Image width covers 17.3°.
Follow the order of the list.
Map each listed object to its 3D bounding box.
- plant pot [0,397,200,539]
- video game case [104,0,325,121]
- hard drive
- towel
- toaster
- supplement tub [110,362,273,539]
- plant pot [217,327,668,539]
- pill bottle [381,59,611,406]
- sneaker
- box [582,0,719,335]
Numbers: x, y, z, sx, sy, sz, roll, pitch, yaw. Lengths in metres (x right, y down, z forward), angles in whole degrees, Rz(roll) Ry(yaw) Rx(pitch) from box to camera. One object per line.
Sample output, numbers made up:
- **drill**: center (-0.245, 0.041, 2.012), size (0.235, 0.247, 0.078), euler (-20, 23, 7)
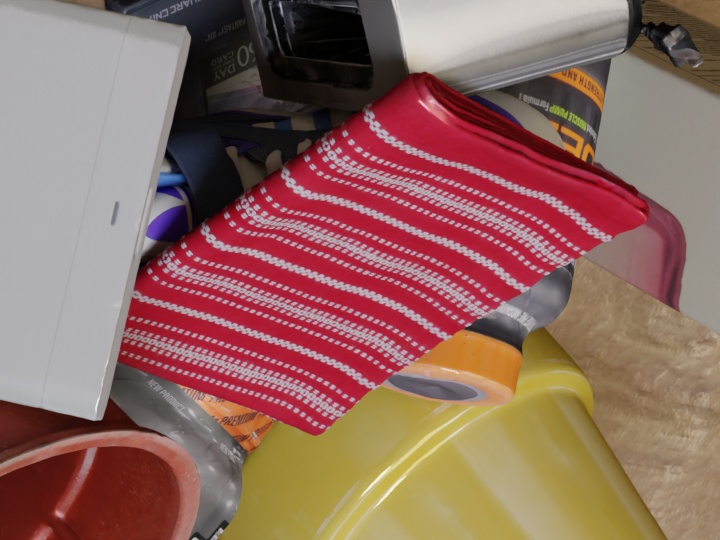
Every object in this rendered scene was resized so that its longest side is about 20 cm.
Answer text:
- **plant pot**: center (-0.196, 0.062, 0.872), size (0.201, 0.195, 0.201), euler (-33, 154, -18)
- **video game case**: center (-0.043, -0.064, 1.105), size (0.143, 0.019, 0.200), euler (-29, 131, -29)
- **hard drive**: center (-0.168, -0.037, 0.778), size (0.026, 0.200, 0.132), euler (89, 14, -86)
- **towel**: center (0.000, 0.000, 0.943), size (0.200, 0.022, 0.145), euler (-34, 141, 30)
- **toaster**: center (0.020, -0.159, 0.941), size (0.119, 0.200, 0.181), euler (-20, 106, -23)
- **supplement tub**: center (-0.137, 0.113, 1.045), size (0.200, 0.123, 0.123), euler (-51, 139, -8)
- **plant pot**: center (0.063, 0.142, 1.171), size (0.201, 0.189, 0.201), euler (-34, 153, -20)
- **pill bottle**: center (0.053, -0.041, 1.093), size (0.106, 0.106, 0.200), euler (27, 70, -49)
- **sneaker**: center (-0.033, -0.023, 0.966), size (0.146, 0.200, 0.081), euler (-29, 116, -52)
- **box**: center (0.169, -0.053, 1.179), size (0.128, 0.200, 0.109), euler (-3, 116, -43)
